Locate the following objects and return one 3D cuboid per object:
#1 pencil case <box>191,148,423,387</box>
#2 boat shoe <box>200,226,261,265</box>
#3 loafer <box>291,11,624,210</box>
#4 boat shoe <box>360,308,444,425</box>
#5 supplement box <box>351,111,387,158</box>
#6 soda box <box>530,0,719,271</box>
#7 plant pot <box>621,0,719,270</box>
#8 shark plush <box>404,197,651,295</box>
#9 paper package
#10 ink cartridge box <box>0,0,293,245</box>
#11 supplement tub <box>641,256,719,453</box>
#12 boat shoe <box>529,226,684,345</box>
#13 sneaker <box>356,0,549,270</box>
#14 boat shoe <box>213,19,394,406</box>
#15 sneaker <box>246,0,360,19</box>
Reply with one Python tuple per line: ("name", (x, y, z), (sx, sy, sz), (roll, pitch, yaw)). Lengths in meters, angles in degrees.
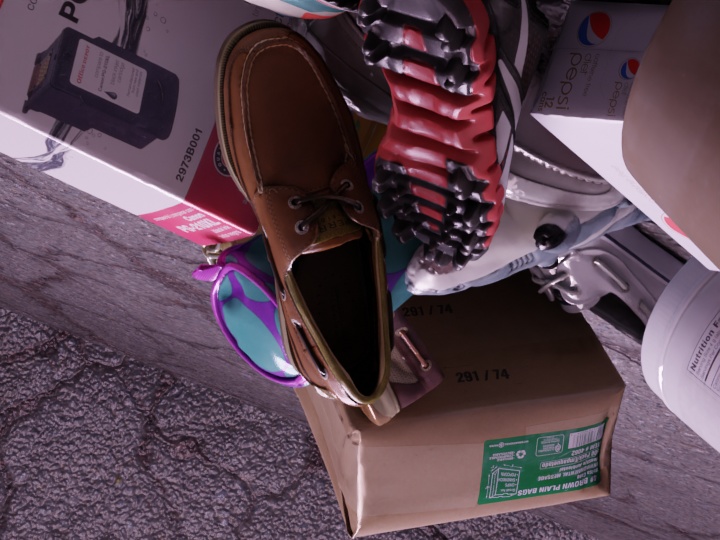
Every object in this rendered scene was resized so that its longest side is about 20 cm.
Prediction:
("pencil case", (0.006, -0.025, 0.999), (0.093, 0.200, 0.085), (49, 153, 0))
("boat shoe", (-0.091, -0.052, 1.066), (0.063, 0.202, 0.073), (-15, 163, -8))
("loafer", (0.058, -0.095, 0.904), (0.199, 0.070, 0.070), (25, 137, -5))
("boat shoe", (0.000, 0.000, 1.088), (0.201, 0.072, 0.072), (67, 172, -22))
("supplement box", (0.002, -0.060, 1.180), (0.068, 0.067, 0.200), (20, 168, 18))
("soda box", (0.172, -0.061, 0.886), (0.068, 0.064, 0.200), (10, 165, 42))
("plant pot", (0.201, -0.045, 0.662), (0.173, 0.201, 0.200), (32, 175, 27))
("shark plush", (0.111, -0.034, 0.999), (0.091, 0.084, 0.199), (43, -141, 23))
("paper package", (0.062, 0.082, 1.239), (0.199, 0.104, 0.191), (-7, -143, -14))
("ink cartridge box", (-0.131, -0.121, 0.935), (0.199, 0.146, 0.084), (26, 166, -23))
("supplement tub", (0.273, 0.077, 1.007), (0.132, 0.132, 0.200), (32, -172, -45))
("boat shoe", (0.148, -0.004, 1.176), (0.200, 0.066, 0.072), (30, 165, -39))
("sneaker", (0.050, -0.086, 0.834), (0.070, 0.098, 0.201), (22, 145, 23))
("boat shoe", (-0.018, -0.028, 0.878), (0.068, 0.072, 0.201), (-144, 34, -66))
("sneaker", (-0.082, -0.170, 0.812), (0.199, 0.071, 0.093), (25, 162, -30))
